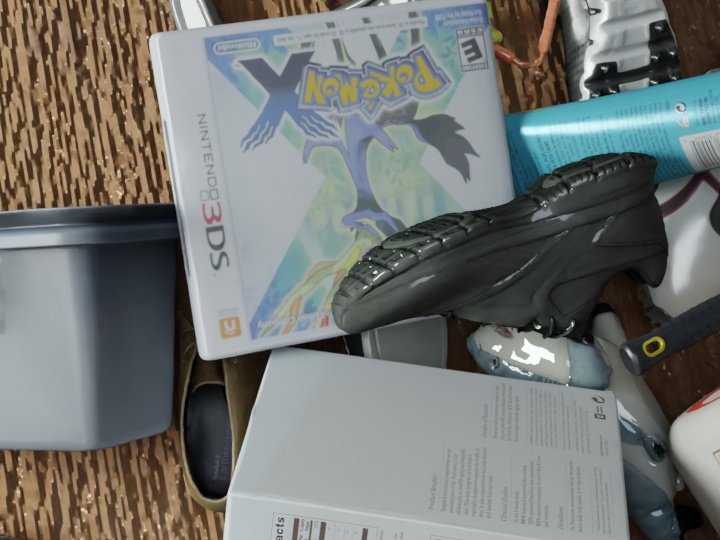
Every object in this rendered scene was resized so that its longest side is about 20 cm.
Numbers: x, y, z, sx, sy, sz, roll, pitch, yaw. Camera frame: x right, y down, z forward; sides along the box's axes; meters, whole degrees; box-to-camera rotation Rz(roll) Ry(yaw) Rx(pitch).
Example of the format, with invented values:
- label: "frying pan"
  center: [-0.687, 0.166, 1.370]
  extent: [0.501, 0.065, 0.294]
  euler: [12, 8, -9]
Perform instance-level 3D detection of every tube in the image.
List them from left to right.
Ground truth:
- label: "tube"
  center: [0.148, -0.074, 0.910]
  extent: [0.200, 0.050, 0.078]
  euler: [-12, 109, 28]

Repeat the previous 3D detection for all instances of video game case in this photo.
- label: "video game case"
  center: [-0.008, -0.056, 0.885]
  extent: [0.200, 0.022, 0.183]
  euler: [-10, 94, -18]

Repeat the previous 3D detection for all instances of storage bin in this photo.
- label: "storage bin"
  center: [-0.199, 0.033, 0.886]
  extent: [0.200, 0.145, 0.135]
  euler: [-4, 92, 25]

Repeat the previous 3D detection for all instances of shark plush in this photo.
- label: "shark plush"
  center: [0.148, 0.106, 0.941]
  extent: [0.083, 0.091, 0.200]
  euler: [-31, 99, 20]

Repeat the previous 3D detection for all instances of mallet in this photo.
- label: "mallet"
  center: [0.226, -0.001, 0.878]
  extent: [0.200, 0.041, 0.066]
  euler: [-18, 79, -18]

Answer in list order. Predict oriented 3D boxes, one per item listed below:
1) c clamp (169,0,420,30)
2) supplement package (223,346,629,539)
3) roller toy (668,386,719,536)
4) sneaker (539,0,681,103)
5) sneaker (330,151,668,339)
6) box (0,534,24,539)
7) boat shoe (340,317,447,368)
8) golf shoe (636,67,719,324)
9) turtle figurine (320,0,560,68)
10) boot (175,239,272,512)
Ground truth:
- label: "c clamp"
  center: [-0.060, -0.195, 0.952]
  extent: [0.200, 0.027, 0.171]
  euler: [-17, 92, 25]
- label: "supplement package"
  center: [0.032, 0.153, 0.849]
  extent: [0.199, 0.152, 0.151]
  euler: [8, 117, 2]
- label: "roller toy"
  center: [0.271, 0.090, 0.859]
  extent: [0.182, 0.200, 0.140]
  euler: [-33, 82, 3]
- label: "sneaker"
  center: [0.149, -0.156, 0.958]
  extent: [0.066, 0.090, 0.201]
  euler: [-12, 108, -12]
- label: "sneaker"
  center: [0.083, 0.003, 0.858]
  extent: [0.200, 0.076, 0.091]
  euler: [-20, 101, -4]
- label: "box"
  center: [-0.176, 0.268, 0.915]
  extent: [0.157, 0.051, 0.200]
  euler: [13, 83, 4]
- label: "boat shoe"
  center: [0.000, 0.000, 0.942]
  extent: [0.060, 0.074, 0.200]
  euler: [-7, 100, 41]
- label: "golf shoe"
  center: [0.225, -0.055, 0.924]
  extent: [0.077, 0.088, 0.200]
  euler: [22, 85, -21]
- label: "turtle figurine"
  center: [0.050, -0.219, 0.951]
  extent: [0.161, 0.064, 0.201]
  euler: [-3, 97, 24]
- label: "boot"
  center: [-0.082, 0.044, 0.932]
  extent: [0.073, 0.075, 0.201]
  euler: [-3, 81, 3]
